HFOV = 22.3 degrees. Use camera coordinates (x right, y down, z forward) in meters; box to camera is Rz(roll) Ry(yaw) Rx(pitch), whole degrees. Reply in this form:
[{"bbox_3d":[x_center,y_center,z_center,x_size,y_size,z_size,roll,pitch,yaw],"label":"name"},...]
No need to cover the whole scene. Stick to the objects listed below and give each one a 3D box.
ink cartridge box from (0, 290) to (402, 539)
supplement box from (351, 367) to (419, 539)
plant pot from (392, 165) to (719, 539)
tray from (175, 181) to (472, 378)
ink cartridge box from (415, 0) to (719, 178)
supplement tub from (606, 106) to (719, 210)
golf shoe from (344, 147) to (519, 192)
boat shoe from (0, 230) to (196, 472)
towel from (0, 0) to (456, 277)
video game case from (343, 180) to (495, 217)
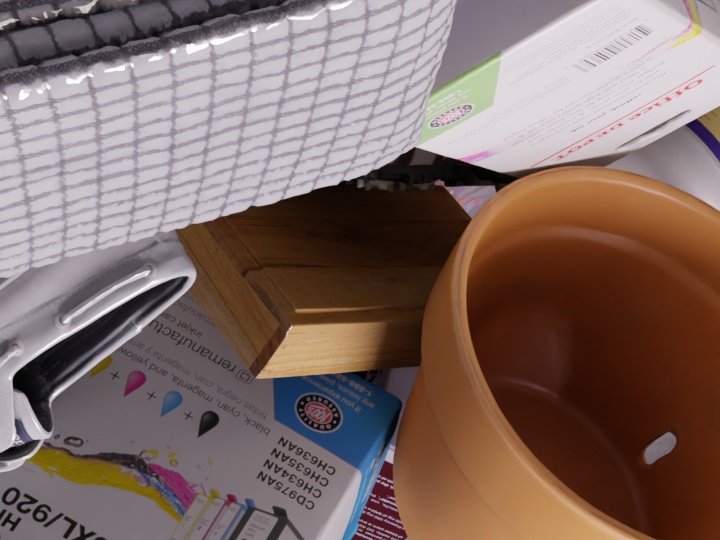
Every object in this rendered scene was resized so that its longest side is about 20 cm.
[{"bbox_3d":[-0.098,0.133,0.855,0.200,0.147,0.145,-57,172,-33],"label":"ink cartridge box"},{"bbox_3d":[-0.002,0.106,1.019,0.200,0.061,0.109,-52,-162,48],"label":"supplement box"},{"bbox_3d":[0.102,0.074,0.822,0.200,0.200,0.140,-25,159,-40],"label":"plant pot"},{"bbox_3d":[0.000,0.000,0.877,0.200,0.099,0.037,0,134,-51],"label":"tray"},{"bbox_3d":[0.084,-0.098,0.765,0.117,0.068,0.200,-28,163,23],"label":"ink cartridge box"},{"bbox_3d":[0.187,-0.082,1.010,0.200,0.145,0.146,-44,166,-34],"label":"supplement tub"},{"bbox_3d":[0.027,-0.080,0.866,0.199,0.077,0.089,-3,99,-39],"label":"golf shoe"},{"bbox_3d":[-0.153,0.046,0.769,0.200,0.069,0.072,-40,161,-4],"label":"boat shoe"},{"bbox_3d":[-0.072,-0.073,0.594,0.199,0.086,0.166,-18,164,-12],"label":"towel"},{"bbox_3d":[0.033,-0.034,1.031,0.182,0.023,0.200,-51,159,25],"label":"video game case"}]
